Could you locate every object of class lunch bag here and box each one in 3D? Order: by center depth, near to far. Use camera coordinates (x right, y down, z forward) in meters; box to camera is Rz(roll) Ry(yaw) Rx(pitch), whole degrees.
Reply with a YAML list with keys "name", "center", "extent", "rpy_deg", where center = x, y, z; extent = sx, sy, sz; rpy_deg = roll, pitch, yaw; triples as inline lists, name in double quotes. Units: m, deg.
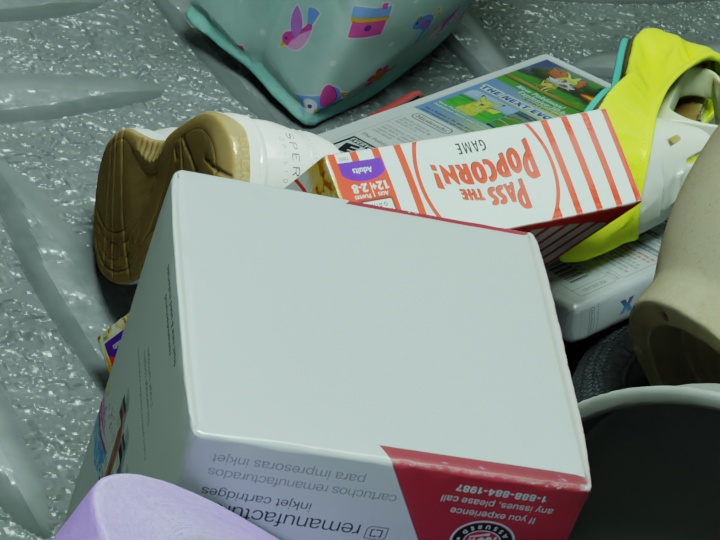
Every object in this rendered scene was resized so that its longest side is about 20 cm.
- name: "lunch bag"
  center: [0.023, -0.194, 1.398]
  extent: [0.122, 0.171, 0.200]
  rpy_deg: [42, 39, 17]

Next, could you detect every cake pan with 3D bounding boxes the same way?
- name: "cake pan"
  center: [0.141, 0.129, 0.988]
  extent: [0.200, 0.201, 0.037]
  rpy_deg: [32, 36, 17]

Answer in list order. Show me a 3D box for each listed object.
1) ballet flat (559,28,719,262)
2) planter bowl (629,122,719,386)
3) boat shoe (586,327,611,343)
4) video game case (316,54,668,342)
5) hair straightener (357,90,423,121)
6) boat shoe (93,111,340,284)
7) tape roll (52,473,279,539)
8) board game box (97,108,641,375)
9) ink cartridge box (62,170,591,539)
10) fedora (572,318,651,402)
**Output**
- name: "ballet flat"
  center: [0.135, -0.060, 1.192]
  extent: [0.067, 0.067, 0.200]
  rpy_deg: [11, 28, 12]
- name: "planter bowl"
  center: [0.193, 0.020, 1.036]
  extent: [0.135, 0.201, 0.200]
  rpy_deg: [-38, 58, -14]
- name: "boat shoe"
  center: [0.123, 0.009, 1.263]
  extent: [0.072, 0.076, 0.200]
  rpy_deg: [-19, 41, -41]
- name: "video game case"
  center: [0.095, -0.040, 1.242]
  extent: [0.182, 0.022, 0.200]
  rpy_deg: [-22, 37, -36]
- name: "hair straightener"
  center: [-0.009, -0.032, 1.274]
  extent: [0.077, 0.041, 0.200]
  rpy_deg: [37, 38, 24]
- name: "boat shoe"
  center: [-0.065, -0.030, 1.149]
  extent: [0.069, 0.071, 0.200]
  rpy_deg: [1, -2, -24]
- name: "tape roll"
  center: [-0.019, 0.149, 0.776]
  extent: [0.200, 0.066, 0.200]
  rpy_deg: [38, 7, -6]
- name: "board game box"
  center: [0.000, 0.000, 1.101]
  extent: [0.151, 0.200, 0.047]
  rpy_deg: [-12, 75, -36]
- name: "ink cartridge box"
  center: [-0.022, 0.093, 0.960]
  extent: [0.145, 0.201, 0.145]
  rpy_deg: [8, 38, -15]
- name: "fedora"
  center: [0.184, 0.098, 1.146]
  extent: [0.199, 0.092, 0.201]
  rpy_deg: [7, 36, -5]
